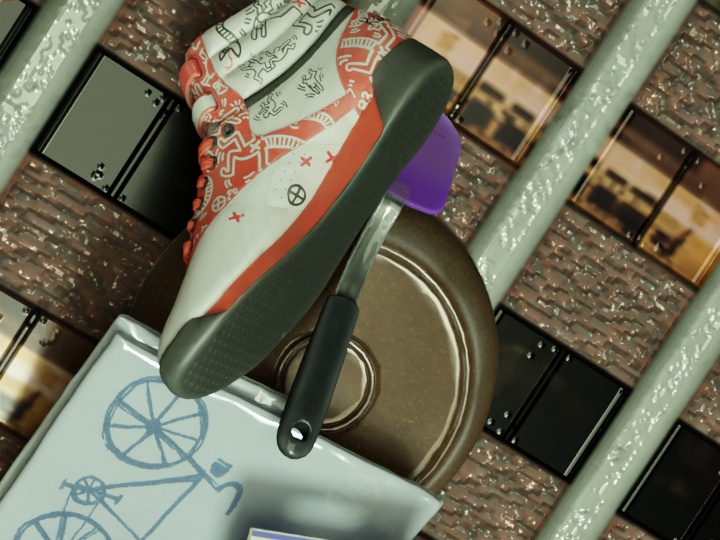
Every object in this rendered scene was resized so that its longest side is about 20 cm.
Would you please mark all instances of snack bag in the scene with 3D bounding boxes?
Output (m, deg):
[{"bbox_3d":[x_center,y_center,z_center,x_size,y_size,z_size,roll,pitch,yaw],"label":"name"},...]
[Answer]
[{"bbox_3d":[-0.082,0.134,0.960,0.200,0.021,0.189,28,113,-20],"label":"snack bag"}]

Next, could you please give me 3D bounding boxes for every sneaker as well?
[{"bbox_3d":[-0.055,-0.043,0.909,0.108,0.067,0.201,34,83,23],"label":"sneaker"}]

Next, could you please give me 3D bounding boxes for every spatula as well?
[{"bbox_3d":[0.000,0.000,0.936,0.056,0.021,0.200,26,71,-16],"label":"spatula"}]

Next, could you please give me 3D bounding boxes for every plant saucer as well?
[{"bbox_3d":[-0.021,0.053,0.978,0.200,0.034,0.200,-3,102,-13],"label":"plant saucer"}]

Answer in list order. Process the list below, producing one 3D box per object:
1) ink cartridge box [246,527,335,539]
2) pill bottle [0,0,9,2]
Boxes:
[{"bbox_3d":[-0.033,0.203,0.971,0.099,0.039,0.200,12,119,-12],"label":"ink cartridge box"},{"bbox_3d":[-0.112,-0.183,0.862,0.200,0.112,0.112,-9,104,-12],"label":"pill bottle"}]
